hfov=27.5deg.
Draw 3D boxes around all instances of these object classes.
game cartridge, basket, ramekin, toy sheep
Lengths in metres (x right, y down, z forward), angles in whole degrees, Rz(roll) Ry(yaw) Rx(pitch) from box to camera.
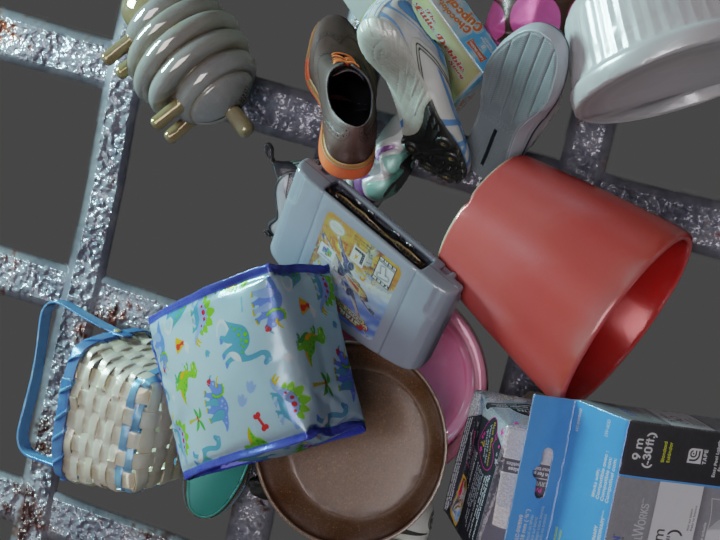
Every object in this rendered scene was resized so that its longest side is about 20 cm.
[{"bbox_3d":[0.000,0.000,1.409,0.200,0.041,0.134,40,133,17],"label":"game cartridge"},{"bbox_3d":[-0.273,0.142,1.545,0.199,0.139,0.177,20,105,25],"label":"basket"},{"bbox_3d":[0.274,-0.210,1.315,0.201,0.202,0.095,-18,78,18],"label":"ramekin"},{"bbox_3d":[-0.173,-0.208,1.481,0.138,0.138,0.200,-42,79,17],"label":"toy sheep"}]

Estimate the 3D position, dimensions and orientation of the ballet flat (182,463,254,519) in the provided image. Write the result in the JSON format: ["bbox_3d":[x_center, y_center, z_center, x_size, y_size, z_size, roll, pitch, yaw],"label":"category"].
[{"bbox_3d":[-0.137,0.161,1.543,0.074,0.074,0.201,22,102,14],"label":"ballet flat"}]

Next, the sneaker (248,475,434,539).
[{"bbox_3d":[-0.023,0.251,1.513,0.199,0.074,0.089,4,95,17],"label":"sneaker"}]

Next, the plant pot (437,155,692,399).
[{"bbox_3d":[0.181,-0.002,1.373,0.177,0.200,0.201,39,105,21],"label":"plant pot"}]

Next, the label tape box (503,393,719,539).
[{"bbox_3d":[0.240,0.196,1.294,0.199,0.063,0.145,8,98,-15],"label":"label tape box"}]

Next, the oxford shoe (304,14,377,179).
[{"bbox_3d":[-0.012,-0.185,1.420,0.071,0.073,0.201,-2,53,-11],"label":"oxford shoe"}]

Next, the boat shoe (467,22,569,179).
[{"bbox_3d":[0.151,-0.167,1.370,0.074,0.067,0.200,43,146,10],"label":"boat shoe"}]

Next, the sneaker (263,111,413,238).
[{"bbox_3d":[-0.033,-0.101,1.476,0.140,0.078,0.201,33,104,10],"label":"sneaker"}]

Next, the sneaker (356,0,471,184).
[{"bbox_3d":[0.062,-0.169,1.383,0.072,0.073,0.201,6,134,42],"label":"sneaker"}]

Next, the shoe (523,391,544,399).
[{"bbox_3d":[0.158,0.215,1.470,0.070,0.053,0.201,9,105,-28],"label":"shoe"}]

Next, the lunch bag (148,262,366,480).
[{"bbox_3d":[-0.111,0.099,1.409,0.199,0.127,0.171,-20,78,31],"label":"lunch bag"}]

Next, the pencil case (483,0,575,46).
[{"bbox_3d":[0.193,-0.289,1.384,0.093,0.091,0.201,28,105,6],"label":"pencil case"}]

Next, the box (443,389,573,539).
[{"bbox_3d":[0.198,0.201,1.378,0.199,0.115,0.133,11,101,-14],"label":"box"}]

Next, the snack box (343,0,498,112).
[{"bbox_3d":[0.049,-0.250,1.422,0.201,0.037,0.116,55,150,5],"label":"snack box"}]

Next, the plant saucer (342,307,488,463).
[{"bbox_3d":[0.035,0.108,1.492,0.199,0.051,0.202,2,97,16],"label":"plant saucer"}]

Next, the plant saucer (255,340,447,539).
[{"bbox_3d":[-0.007,0.171,1.452,0.199,0.037,0.202,-2,83,17],"label":"plant saucer"}]
